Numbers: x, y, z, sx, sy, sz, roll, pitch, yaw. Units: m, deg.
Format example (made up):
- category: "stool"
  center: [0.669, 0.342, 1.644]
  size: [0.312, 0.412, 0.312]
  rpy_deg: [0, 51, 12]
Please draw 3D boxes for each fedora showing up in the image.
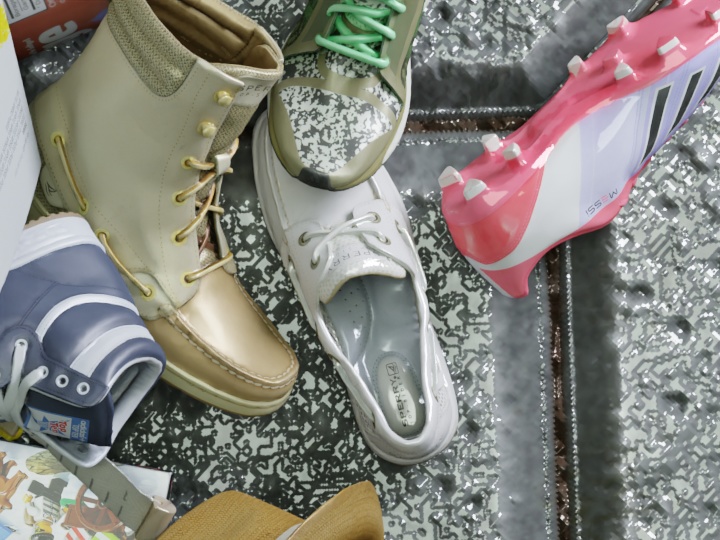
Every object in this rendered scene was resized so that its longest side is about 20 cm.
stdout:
- category: "fedora"
  center: [-0.070, 0.174, 1.272]
  size: [0.082, 0.201, 0.201]
  rpy_deg: [33, 85, 18]

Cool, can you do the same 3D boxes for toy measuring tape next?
- category: "toy measuring tape"
  center: [-0.157, 0.060, 1.312]
  size: [0.200, 0.074, 0.074]
  rpy_deg: [39, 85, 17]

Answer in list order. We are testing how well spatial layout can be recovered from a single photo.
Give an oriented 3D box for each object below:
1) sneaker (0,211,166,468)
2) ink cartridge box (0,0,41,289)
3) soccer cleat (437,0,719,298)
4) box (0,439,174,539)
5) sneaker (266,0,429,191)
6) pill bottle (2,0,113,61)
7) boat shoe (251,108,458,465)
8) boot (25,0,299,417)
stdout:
- category: "sneaker"
  center: [-0.186, 0.058, 1.229]
  size: [0.199, 0.070, 0.109]
  rpy_deg: [-29, 65, -22]
- category: "ink cartridge box"
  center: [-0.243, -0.092, 1.200]
  size: [0.144, 0.145, 0.201]
  rpy_deg: [-9, 117, 7]
- category: "soccer cleat"
  center: [0.129, -0.069, 1.354]
  size: [0.200, 0.067, 0.077]
  rpy_deg: [-38, 119, -10]
- category: "box"
  center: [-0.204, 0.151, 1.330]
  size: [0.198, 0.038, 0.138]
  rpy_deg: [10, 85, -1]
- category: "sneaker"
  center: [0.003, -0.138, 1.319]
  size: [0.076, 0.089, 0.201]
  rpy_deg: [16, 71, 4]
- category: "pill bottle"
  center: [-0.191, -0.158, 1.319]
  size: [0.199, 0.112, 0.113]
  rpy_deg: [-23, 86, -2]
- category: "boat shoe"
  center: [0.000, 0.000, 1.331]
  size: [0.070, 0.069, 0.201]
  rpy_deg: [-24, 83, -1]
- category: "boot"
  center: [-0.078, -0.039, 1.300]
  size: [0.200, 0.073, 0.156]
  rpy_deg: [46, 122, 7]
